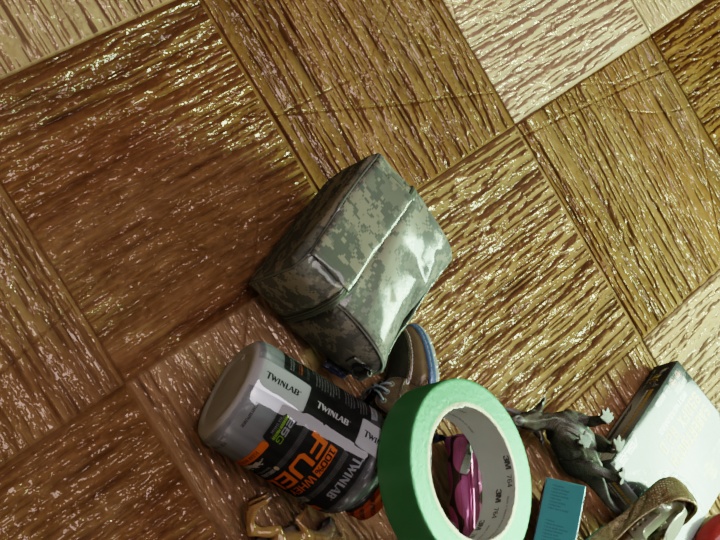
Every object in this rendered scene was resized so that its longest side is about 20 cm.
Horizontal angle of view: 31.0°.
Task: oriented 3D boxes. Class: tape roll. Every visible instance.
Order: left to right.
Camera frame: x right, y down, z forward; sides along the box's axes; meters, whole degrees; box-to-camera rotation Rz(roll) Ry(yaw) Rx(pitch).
[{"bbox_3d":[0.101,0.215,1.356,0.200,0.048,0.201,20,62,-42],"label":"tape roll"}]

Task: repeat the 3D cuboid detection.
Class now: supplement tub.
[{"bbox_3d":[-0.057,0.171,1.345,0.200,0.122,0.123,32,60,-16],"label":"supplement tub"}]

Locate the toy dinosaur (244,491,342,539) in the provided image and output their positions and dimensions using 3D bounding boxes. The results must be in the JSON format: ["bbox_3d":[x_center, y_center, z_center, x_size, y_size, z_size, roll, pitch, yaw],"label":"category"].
[{"bbox_3d":[-0.095,0.288,1.329,0.200,0.060,0.107,-24,91,-36],"label":"toy dinosaur"}]

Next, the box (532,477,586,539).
[{"bbox_3d":[0.215,0.348,1.493,0.049,0.082,0.201,12,64,9],"label":"box"}]

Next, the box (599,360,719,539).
[{"bbox_3d":[0.397,0.241,1.674,0.159,0.048,0.200,50,56,-9],"label":"box"}]

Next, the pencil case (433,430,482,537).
[{"bbox_3d":[0.134,0.280,1.463,0.090,0.094,0.201,-5,73,4],"label":"pencil case"}]

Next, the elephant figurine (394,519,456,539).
[{"bbox_3d":[0.045,0.393,1.364,0.142,0.155,0.201,-44,119,-78],"label":"elephant figurine"}]

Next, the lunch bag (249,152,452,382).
[{"bbox_3d":[0.000,0.000,1.431,0.168,0.139,0.200,44,57,-14],"label":"lunch bag"}]

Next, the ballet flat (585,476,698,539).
[{"bbox_3d":[0.326,0.325,1.552,0.200,0.065,0.071,-41,123,-13],"label":"ballet flat"}]

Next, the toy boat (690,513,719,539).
[{"bbox_3d":[0.493,0.403,1.634,0.130,0.131,0.201,-17,86,-36],"label":"toy boat"}]

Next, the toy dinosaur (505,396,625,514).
[{"bbox_3d":[0.266,0.215,1.574,0.200,0.102,0.077,46,63,-24],"label":"toy dinosaur"}]

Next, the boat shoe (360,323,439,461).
[{"bbox_3d":[0.041,0.154,1.452,0.072,0.072,0.201,10,70,-29],"label":"boat shoe"}]
